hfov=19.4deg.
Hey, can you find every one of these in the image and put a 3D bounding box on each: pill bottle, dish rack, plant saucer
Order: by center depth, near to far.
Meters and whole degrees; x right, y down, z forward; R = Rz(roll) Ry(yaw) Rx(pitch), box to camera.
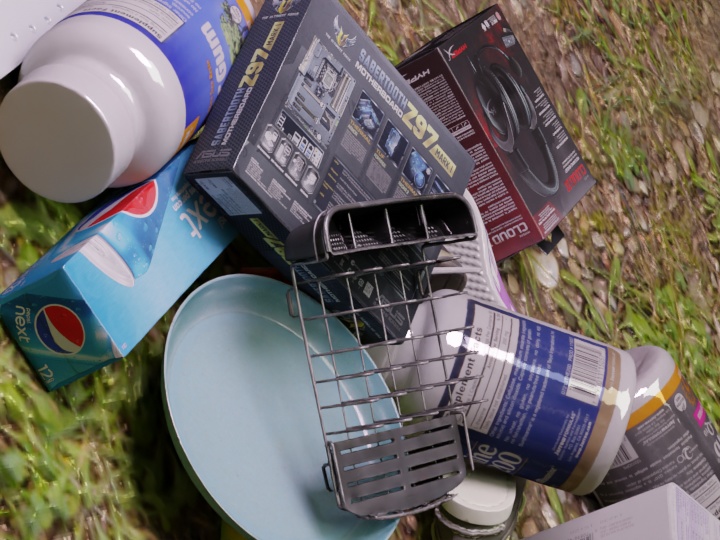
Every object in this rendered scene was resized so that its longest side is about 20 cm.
[{"bbox_3d":[-0.052,0.097,1.338,0.200,0.027,0.201,27,46,-32],"label":"plant saucer"},{"bbox_3d":[-0.149,-0.121,1.346,0.112,0.112,0.200,57,32,-14],"label":"pill bottle"},{"bbox_3d":[0.024,0.056,1.353,0.153,0.054,0.201,-8,87,-48],"label":"dish rack"},{"bbox_3d":[0.086,0.079,1.502,0.199,0.111,0.111,19,44,-7],"label":"pill bottle"},{"bbox_3d":[0.252,0.172,1.751,0.200,0.116,0.116,57,32,-14],"label":"pill bottle"}]

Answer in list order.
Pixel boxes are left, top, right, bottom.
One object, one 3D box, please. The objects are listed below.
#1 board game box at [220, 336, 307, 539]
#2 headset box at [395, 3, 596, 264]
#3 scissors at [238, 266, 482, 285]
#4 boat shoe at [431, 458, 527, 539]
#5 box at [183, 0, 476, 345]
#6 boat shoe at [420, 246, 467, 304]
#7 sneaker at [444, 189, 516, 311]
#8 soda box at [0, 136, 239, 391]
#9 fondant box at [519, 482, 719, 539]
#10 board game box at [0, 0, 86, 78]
[{"bbox_3d":[-0.039,0.155,1.382,0.102,0.048,0.201,38,40,-37],"label":"board game box"},{"bbox_3d":[0.110,-0.104,1.768,0.201,0.077,0.149,60,31,-6],"label":"headset box"},{"bbox_3d":[0.000,0.000,1.509,0.200,0.073,0.014,-5,93,-48],"label":"scissors"},{"bbox_3d":[0.090,0.157,1.567,0.202,0.072,0.061,-59,161,-68],"label":"boat shoe"},{"bbox_3d":[-0.015,-0.068,1.404,0.200,0.051,0.158,46,56,-38],"label":"box"},{"bbox_3d":[-0.010,-0.025,1.550,0.200,0.075,0.073,30,20,-38],"label":"boat shoe"},{"bbox_3d":[0.088,0.021,1.671,0.114,0.072,0.201,39,30,-68],"label":"sneaker"},{"bbox_3d":[-0.145,-0.008,1.321,0.068,0.064,0.200,58,31,-13],"label":"soda box"},{"bbox_3d":[0.236,0.253,1.640,0.200,0.144,0.058,38,39,-37],"label":"fondant box"},{"bbox_3d":[-0.256,-0.230,1.345,0.200,0.026,0.200,57,31,-13],"label":"board game box"}]
